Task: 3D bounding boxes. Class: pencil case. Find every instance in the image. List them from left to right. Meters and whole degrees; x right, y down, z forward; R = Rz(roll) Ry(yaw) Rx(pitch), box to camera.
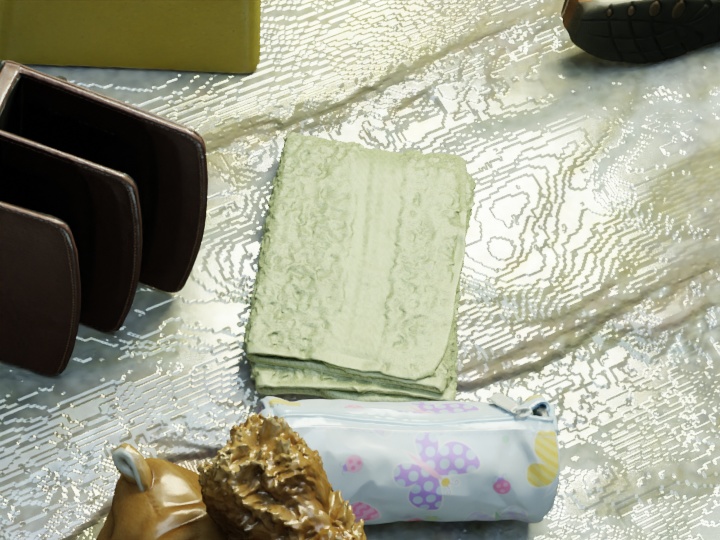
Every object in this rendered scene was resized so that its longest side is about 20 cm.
[{"bbox_3d":[0.029,0.120,1.510,0.199,0.091,0.084,-1,61,-8],"label":"pencil case"}]

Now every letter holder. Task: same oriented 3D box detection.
[{"bbox_3d":[-0.178,-0.017,1.491,0.141,0.200,0.101,19,60,2],"label":"letter holder"}]

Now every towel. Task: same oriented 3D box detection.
[{"bbox_3d":[0.000,0.000,1.605,0.148,0.037,0.201,8,61,-4],"label":"towel"}]

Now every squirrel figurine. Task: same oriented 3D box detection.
[{"bbox_3d":[-0.078,0.173,1.415,0.141,0.200,0.187,23,29,-43],"label":"squirrel figurine"}]

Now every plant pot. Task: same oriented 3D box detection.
[{"bbox_3d":[-0.158,-0.275,1.640,0.193,0.200,0.196,2,61,-8],"label":"plant pot"}]

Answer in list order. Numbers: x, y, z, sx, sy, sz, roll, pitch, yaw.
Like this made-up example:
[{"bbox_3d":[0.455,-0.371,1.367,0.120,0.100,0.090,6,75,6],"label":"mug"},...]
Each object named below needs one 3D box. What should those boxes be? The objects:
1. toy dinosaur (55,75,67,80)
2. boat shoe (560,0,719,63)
[{"bbox_3d":[-0.287,-0.077,1.598,0.199,0.048,0.088,-14,49,-16],"label":"toy dinosaur"},{"bbox_3d":[0.237,-0.206,1.743,0.199,0.076,0.074,-9,57,-23],"label":"boat shoe"}]
